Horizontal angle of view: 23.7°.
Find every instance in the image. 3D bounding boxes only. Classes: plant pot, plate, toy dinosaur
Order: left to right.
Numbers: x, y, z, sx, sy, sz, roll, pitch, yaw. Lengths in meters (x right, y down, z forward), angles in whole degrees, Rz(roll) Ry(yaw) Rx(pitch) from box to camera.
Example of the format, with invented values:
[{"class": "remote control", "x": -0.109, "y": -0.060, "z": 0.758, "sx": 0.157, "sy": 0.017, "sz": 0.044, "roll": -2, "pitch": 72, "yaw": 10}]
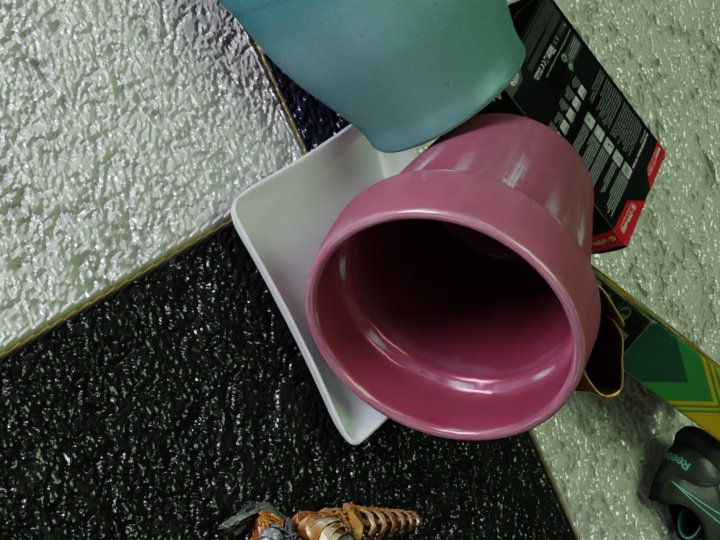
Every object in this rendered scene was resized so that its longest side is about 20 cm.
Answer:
[{"class": "toy dinosaur", "x": -0.026, "y": 0.208, "z": 1.159, "sx": 0.200, "sy": 0.102, "sz": 0.136, "roll": -27, "pitch": 82, "yaw": -24}, {"class": "plate", "x": 0.000, "y": 0.000, "z": 1.278, "sx": 0.200, "sy": 0.032, "sz": 0.200, "roll": -37, "pitch": 105, "yaw": -43}, {"class": "plant pot", "x": 0.014, "y": -0.195, "z": 1.227, "sx": 0.188, "sy": 0.200, "sz": 0.200, "roll": 55, "pitch": 47, "yaw": -21}, {"class": "plant pot", "x": 0.082, "y": -0.012, "z": 1.209, "sx": 0.200, "sy": 0.200, "sz": 0.179, "roll": 53, "pitch": 39, "yaw": -21}]

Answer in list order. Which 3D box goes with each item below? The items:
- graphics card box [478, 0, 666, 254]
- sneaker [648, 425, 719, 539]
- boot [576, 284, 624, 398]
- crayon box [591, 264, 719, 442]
[{"class": "graphics card box", "x": 0.177, "y": -0.126, "z": 1.478, "sx": 0.200, "sy": 0.051, "sz": 0.126, "roll": 49, "pitch": 50, "yaw": -26}, {"class": "sneaker", "x": 0.321, "y": 0.226, "z": 1.527, "sx": 0.079, "sy": 0.075, "sz": 0.200, "roll": -49, "pitch": 116, "yaw": -18}, {"class": "boot", "x": 0.147, "y": -0.001, "z": 1.340, "sx": 0.071, "sy": 0.144, "sz": 0.201, "roll": -24, "pitch": 100, "yaw": -15}, {"class": "crayon box", "x": 0.258, "y": 0.076, "z": 1.453, "sx": 0.200, "sy": 0.127, "sz": 0.051, "roll": 35, "pitch": 97, "yaw": -35}]
